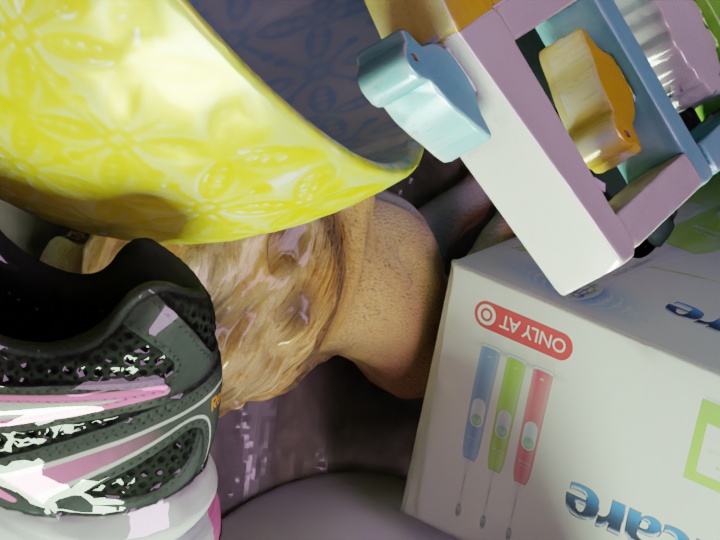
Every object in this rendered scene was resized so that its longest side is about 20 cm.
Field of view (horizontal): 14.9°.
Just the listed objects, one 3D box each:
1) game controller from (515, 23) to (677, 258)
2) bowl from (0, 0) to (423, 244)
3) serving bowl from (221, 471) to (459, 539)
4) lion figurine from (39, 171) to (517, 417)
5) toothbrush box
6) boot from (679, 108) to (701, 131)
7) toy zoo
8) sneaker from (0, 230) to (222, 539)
[{"bbox_3d":[0.016,-0.089,0.727,0.042,0.104,0.200,-40,111,2],"label":"game controller"},{"bbox_3d":[-0.084,-0.078,0.657,0.107,0.201,0.200,-34,130,15],"label":"bowl"},{"bbox_3d":[0.007,0.165,0.829,0.199,0.066,0.201,-9,104,-43],"label":"serving bowl"},{"bbox_3d":[0.000,0.000,0.793,0.199,0.072,0.123,21,86,-46],"label":"lion figurine"},{"bbox_3d":[0.130,0.038,0.833,0.200,0.145,0.087,-21,128,-52],"label":"toothbrush box"},{"bbox_3d":[0.082,-0.133,0.855,0.200,0.069,0.132,44,56,-48],"label":"boot"},{"bbox_3d":[0.048,-0.075,0.680,0.132,0.020,0.200,60,31,-4],"label":"toy zoo"},{"bbox_3d":[-0.123,0.011,0.614,0.199,0.080,0.087,8,117,-9],"label":"sneaker"}]
